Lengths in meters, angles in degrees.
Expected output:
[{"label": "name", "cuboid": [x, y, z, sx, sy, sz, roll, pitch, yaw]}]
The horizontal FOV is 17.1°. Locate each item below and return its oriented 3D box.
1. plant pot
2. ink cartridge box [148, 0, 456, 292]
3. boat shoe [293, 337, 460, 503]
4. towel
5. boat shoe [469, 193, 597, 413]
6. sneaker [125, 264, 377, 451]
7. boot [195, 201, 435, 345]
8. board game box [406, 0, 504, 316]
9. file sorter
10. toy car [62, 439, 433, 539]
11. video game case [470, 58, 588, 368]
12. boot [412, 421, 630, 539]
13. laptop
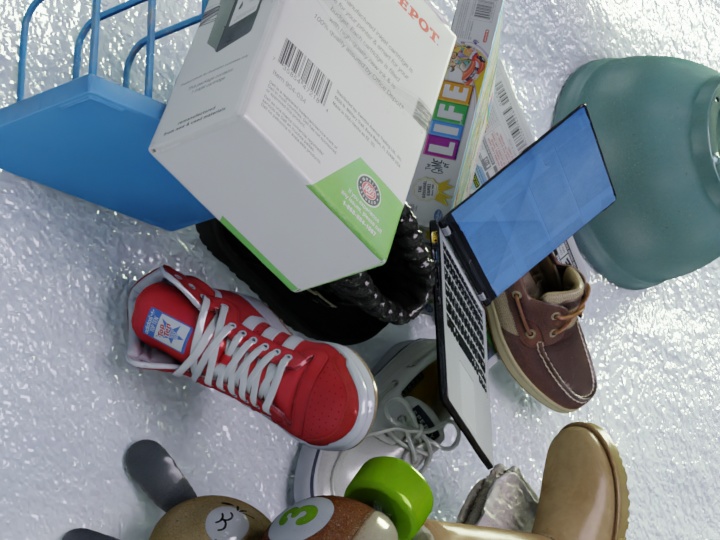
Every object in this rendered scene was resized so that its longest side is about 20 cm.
[{"label": "plant pot", "cuboid": [0.272, -0.093, 2.017, 0.200, 0.134, 0.202, 14, 71, -46]}, {"label": "ink cartridge box", "cuboid": [-0.032, -0.113, 1.503, 0.145, 0.084, 0.201, 45, 45, -30]}, {"label": "boat shoe", "cuboid": [0.031, 0.116, 1.727, 0.202, 0.086, 0.075, -46, 115, -44]}, {"label": "towel", "cuboid": [0.099, 0.247, 1.724, 0.133, 0.034, 0.200, 54, 45, -24]}, {"label": "boat shoe", "cuboid": [0.141, 0.024, 1.853, 0.072, 0.072, 0.201, -47, 117, -43]}, {"label": "sneaker", "cuboid": [-0.080, 0.056, 1.552, 0.112, 0.200, 0.072, 19, 97, -39]}, {"label": "boot", "cuboid": [-0.001, 0.002, 1.651, 0.211, 0.157, 0.080, 32, 73, -47]}, {"label": "board game box", "cuboid": [0.066, -0.086, 1.762, 0.135, 0.034, 0.201, 91, 13, -62]}, {"label": "file sorter", "cuboid": [-0.145, -0.122, 1.547, 0.199, 0.138, 0.124, 20, 63, -45]}, {"label": "toy car", "cuboid": [-0.082, 0.181, 1.533, 0.199, 0.158, 0.164, 27, 46, 11]}, {"label": "video game case", "cuboid": [0.095, -0.043, 1.888, 0.182, 0.022, 0.201, -38, 111, -46]}, {"label": "boot", "cuboid": [0.106, 0.188, 1.673, 0.199, 0.066, 0.177, 9, 73, -46]}, {"label": "laptop", "cuboid": [0.121, 0.016, 1.689, 0.187, 0.115, 0.202, 55, 31, -67]}]
